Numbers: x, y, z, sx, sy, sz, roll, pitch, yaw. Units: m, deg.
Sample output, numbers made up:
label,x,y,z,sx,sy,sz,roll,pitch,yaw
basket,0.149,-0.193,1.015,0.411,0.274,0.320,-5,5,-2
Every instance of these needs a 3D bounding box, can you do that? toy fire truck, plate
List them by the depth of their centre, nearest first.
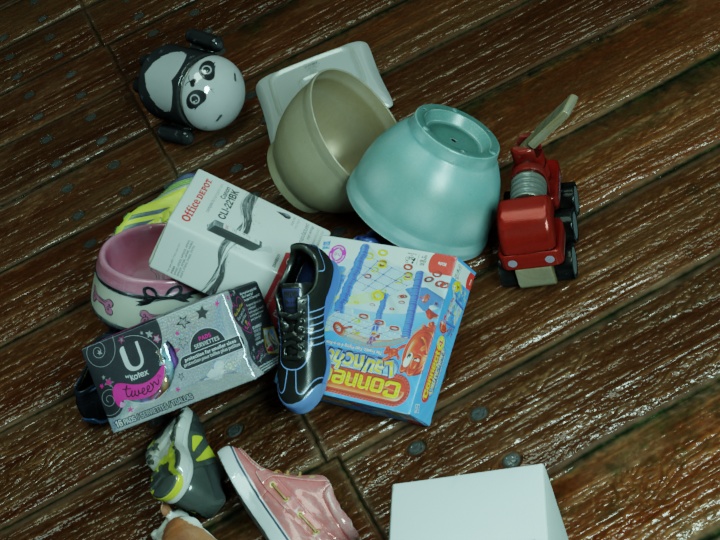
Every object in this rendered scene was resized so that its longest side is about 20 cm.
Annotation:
label,x,y,z,sx,sy,sz,roll,pitch,yaw
toy fire truck,0.222,-0.104,1.653,0.128,0.201,0.177,-7,43,18
plate,-0.065,-0.286,2.105,0.198,0.032,0.201,-21,40,2

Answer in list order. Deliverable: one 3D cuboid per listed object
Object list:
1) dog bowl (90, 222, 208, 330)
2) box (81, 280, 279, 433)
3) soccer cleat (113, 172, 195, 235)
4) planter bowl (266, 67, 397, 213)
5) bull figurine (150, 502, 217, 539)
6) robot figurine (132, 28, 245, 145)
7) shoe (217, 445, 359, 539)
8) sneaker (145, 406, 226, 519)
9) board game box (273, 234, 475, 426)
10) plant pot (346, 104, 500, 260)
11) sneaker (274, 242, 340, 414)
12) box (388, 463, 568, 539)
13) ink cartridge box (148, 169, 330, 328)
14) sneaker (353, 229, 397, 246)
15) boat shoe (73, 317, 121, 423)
label,x,y,z,sx,sy,sz,roll,pitch,yaw
dog bowl,-0.267,0.004,1.802,0.199,0.074,0.201,0,30,0
box,-0.214,0.102,1.631,0.199,0.115,0.132,-22,0,15
soccer cleat,-0.285,-0.069,1.948,0.083,0.065,0.200,22,57,36
planter bowl,-0.044,-0.162,1.863,0.134,0.200,0.201,-30,33,34
bull figurine,-0.184,0.335,1.472,0.199,0.065,0.122,16,57,39
robot figurine,-0.276,-0.294,2.135,0.199,0.151,0.125,20,43,39
shoe,-0.083,0.255,1.511,0.091,0.072,0.200,-31,47,-12
sneaker,-0.204,0.235,1.588,0.075,0.085,0.200,-47,18,12
board game box,0.016,0.069,1.615,0.199,0.056,0.197,9,74,32
plant pot,0.098,-0.127,1.711,0.199,0.135,0.201,19,32,-12
sneaker,-0.074,0.065,1.585,0.070,0.078,0.201,-4,67,27
box,0.124,0.294,1.273,0.151,0.201,0.107,-9,42,13
ink cartridge box,-0.155,-0.028,1.733,0.199,0.084,0.145,25,34,-4
sneaker,0.000,0.000,1.729,0.075,0.088,0.200,15,55,33
boat shoe,-0.316,0.108,1.767,0.084,0.069,0.201,-5,44,19
